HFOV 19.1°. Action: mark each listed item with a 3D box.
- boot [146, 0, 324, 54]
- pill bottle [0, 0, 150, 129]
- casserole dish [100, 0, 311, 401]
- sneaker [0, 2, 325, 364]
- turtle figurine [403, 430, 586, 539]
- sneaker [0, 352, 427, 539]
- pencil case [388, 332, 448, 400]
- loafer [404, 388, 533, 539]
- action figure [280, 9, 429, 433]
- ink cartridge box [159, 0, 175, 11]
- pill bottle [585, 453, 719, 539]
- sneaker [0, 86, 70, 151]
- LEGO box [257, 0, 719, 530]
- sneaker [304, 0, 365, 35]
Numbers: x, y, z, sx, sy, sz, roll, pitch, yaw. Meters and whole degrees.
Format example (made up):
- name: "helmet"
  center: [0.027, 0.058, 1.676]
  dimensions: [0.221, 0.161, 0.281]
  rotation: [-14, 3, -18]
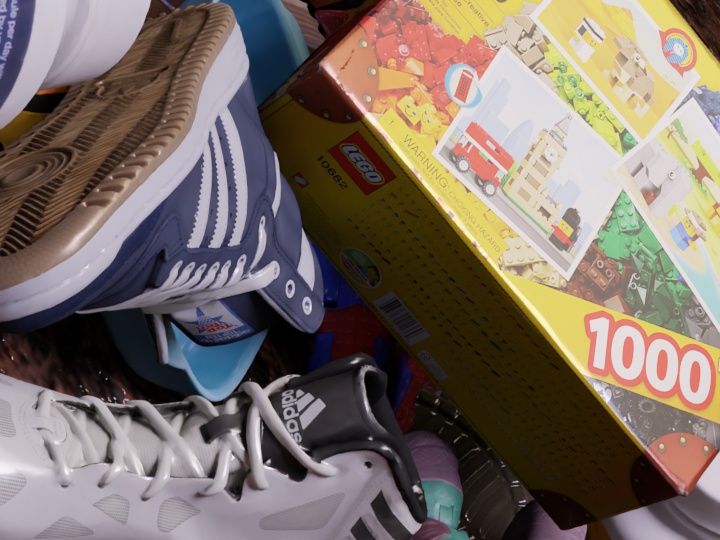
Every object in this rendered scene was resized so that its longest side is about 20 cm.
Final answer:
- name: "boot"
  center: [-0.089, -0.166, 1.042]
  dimensions: [0.200, 0.070, 0.147]
  rotation: [29, 26, -54]
- name: "pill bottle"
  center: [-0.152, -0.083, 0.590]
  dimensions: [0.200, 0.111, 0.111]
  rotation: [-16, 73, -53]
- name: "casserole dish"
  center: [-0.063, -0.035, 0.837]
  dimensions: [0.200, 0.039, 0.122]
  rotation: [-66, 144, -52]
- name: "sneaker"
  center: [-0.064, -0.003, 0.676]
  dimensions: [0.200, 0.070, 0.109]
  rotation: [-66, 142, -62]
- name: "turtle figurine"
  center: [0.041, 0.153, 0.761]
  dimensions: [0.150, 0.100, 0.201]
  rotation: [45, 29, -27]
- name: "sneaker"
  center: [-0.059, 0.048, 0.659]
  dimensions: [0.200, 0.115, 0.076]
  rotation: [27, 33, -39]
- name: "pencil case"
  center: [0.032, -0.017, 1.064]
  dimensions: [0.086, 0.083, 0.201]
  rotation: [32, 32, -53]
- name: "loafer"
  center: [0.051, 0.134, 0.893]
  dimensions: [0.076, 0.068, 0.200]
  rotation: [-30, 71, -33]
- name: "action figure"
  center: [0.000, 0.000, 0.830]
  dimensions: [0.099, 0.065, 0.201]
  rotation: [-124, -141, -86]
- name: "ink cartridge box"
  center: [-0.140, -0.195, 0.902]
  dimensions: [0.200, 0.037, 0.095]
  rotation: [52, 6, 35]
- name: "pill bottle"
  center: [0.141, 0.116, 0.929]
  dimensions: [0.200, 0.109, 0.110]
  rotation: [106, -34, -56]
- name: "sneaker"
  center: [-0.123, -0.105, 0.780]
  dimensions: [0.070, 0.090, 0.201]
  rotation: [23, 33, -21]
- name: "LEGO box"
  center: [0.072, -0.029, 0.796]
  dimensions: [0.200, 0.077, 0.149]
  rotation: [49, 56, -9]
- name: "sneaker"
  center: [0.005, -0.100, 0.926]
  dimensions: [0.200, 0.090, 0.070]
  rotation: [36, 15, 19]
